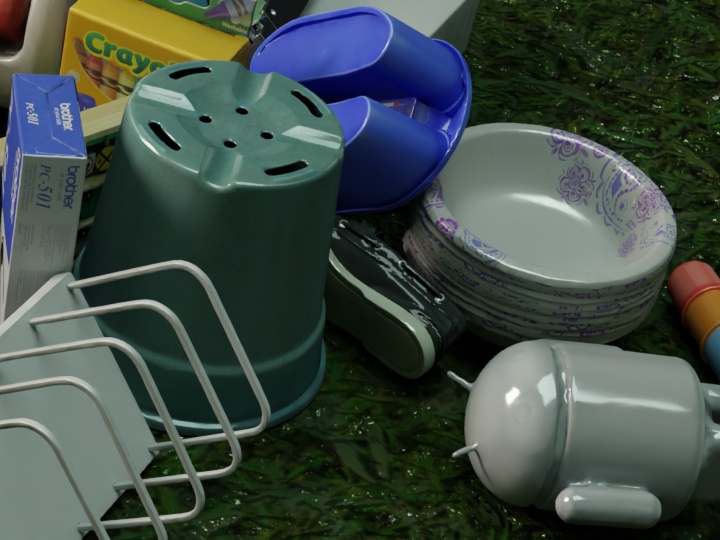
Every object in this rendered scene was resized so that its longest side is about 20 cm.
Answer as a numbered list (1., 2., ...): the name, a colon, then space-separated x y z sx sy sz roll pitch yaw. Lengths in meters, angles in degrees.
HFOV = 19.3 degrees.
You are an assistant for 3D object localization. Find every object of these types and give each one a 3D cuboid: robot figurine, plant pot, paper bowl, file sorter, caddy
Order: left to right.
1. file sorter: -0.161 0.100 1.280 0.124 0.139 0.200 -11 23 32
2. plant pot: -0.101 -0.024 1.455 0.200 0.196 0.200 10 37 -8
3. caddy: -0.004 -0.115 1.591 0.105 0.200 0.142 30 68 -38
4. paper bowl: 0.130 -0.015 1.601 0.200 0.104 0.201 10 37 -8
5. robot figurine: 0.157 0.109 1.439 0.200 0.113 0.170 8 35 -10

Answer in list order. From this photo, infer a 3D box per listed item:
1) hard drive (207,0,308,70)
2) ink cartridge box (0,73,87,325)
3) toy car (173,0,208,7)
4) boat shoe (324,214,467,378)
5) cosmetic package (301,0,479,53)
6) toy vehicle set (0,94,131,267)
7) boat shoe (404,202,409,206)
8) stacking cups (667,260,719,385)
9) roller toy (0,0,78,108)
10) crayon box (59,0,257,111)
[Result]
1. hard drive: -0.104 -0.204 1.753 0.038 0.140 0.200 53 30 -20
2. ink cartridge box: -0.216 -0.021 1.404 0.044 0.200 0.094 2 38 -15
3. toy car: -0.119 -0.305 1.769 0.200 0.185 0.177 -14 13 -21
4. boat shoe: 0.000 -0.002 1.552 0.066 0.075 0.199 -29 50 -32
5. cosmetic package: 0.017 -0.204 1.833 0.113 0.081 0.200 25 38 14
6. toy vehicle set: -0.234 -0.042 1.490 0.027 0.124 0.200 38 42 28
7. boat shoe: 0.033 -0.096 1.687 0.202 0.086 0.075 7 36 -6
8. stacking cups: 0.283 0.064 1.590 0.060 0.061 0.200 -3 39 -23
9. roller toy: -0.281 -0.225 1.662 0.140 0.200 0.183 15 57 2
10. crayon box: -0.158 -0.126 1.564 0.126 0.200 0.052 21 37 9
